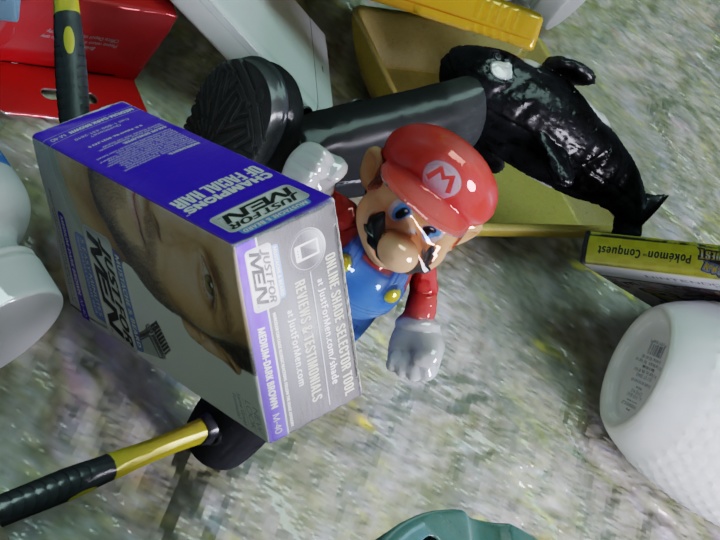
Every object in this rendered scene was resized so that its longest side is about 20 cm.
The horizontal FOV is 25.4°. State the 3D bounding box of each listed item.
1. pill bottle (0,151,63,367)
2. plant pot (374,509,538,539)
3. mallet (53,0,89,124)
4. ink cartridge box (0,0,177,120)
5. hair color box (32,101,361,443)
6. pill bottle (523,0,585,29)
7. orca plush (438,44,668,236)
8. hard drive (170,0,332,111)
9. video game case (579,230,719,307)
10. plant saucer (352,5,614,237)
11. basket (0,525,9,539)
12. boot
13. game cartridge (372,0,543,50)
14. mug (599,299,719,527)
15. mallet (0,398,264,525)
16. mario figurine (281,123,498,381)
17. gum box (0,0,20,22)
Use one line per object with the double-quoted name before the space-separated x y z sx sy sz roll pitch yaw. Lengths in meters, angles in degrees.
"pill bottle" -0.236 -0.043 0.801 0.112 0.112 0.200 -20 69 -48
"plant pot" 0.010 0.216 0.710 0.199 0.196 0.201 24 42 -23
"mallet" -0.159 -0.154 0.917 0.065 0.041 0.201 -10 71 -15
"ink cartridge box" -0.192 -0.191 1.008 0.116 0.067 0.201 2 55 -39
"hair color box" -0.087 -0.005 0.814 0.065 0.110 0.199 -26 33 -31
"pill bottle" 0.116 -0.300 1.344 0.200 0.104 0.104 49 39 6
"orca plush" 0.129 -0.069 1.077 0.200 0.105 0.071 50 27 -32
"hard drive" -0.090 -0.188 1.058 0.200 0.027 0.132 45 23 -32
"video game case" 0.272 0.018 1.102 0.200 0.180 0.026 25 75 -55
"plant saucer" 0.091 -0.097 1.183 0.199 0.048 0.201 1 55 -41
"basket" -0.243 0.129 0.611 0.199 0.181 0.136 19 21 -39
"boot" -0.005 -0.086 0.971 0.199 0.165 0.066 -9 76 -29
"game cartridge" 0.029 -0.199 1.125 0.199 0.033 0.176 20 11 1
"mug" 0.253 0.090 1.094 0.174 0.148 0.200 24 14 -14
"mallet" -0.117 0.092 0.805 0.199 0.066 0.041 -16 67 -47
"mario figurine" 0.000 0.000 0.894 0.123 0.200 0.107 3 52 -38
"gum box" -0.272 -0.180 0.802 0.198 0.170 0.045 5 79 -10
